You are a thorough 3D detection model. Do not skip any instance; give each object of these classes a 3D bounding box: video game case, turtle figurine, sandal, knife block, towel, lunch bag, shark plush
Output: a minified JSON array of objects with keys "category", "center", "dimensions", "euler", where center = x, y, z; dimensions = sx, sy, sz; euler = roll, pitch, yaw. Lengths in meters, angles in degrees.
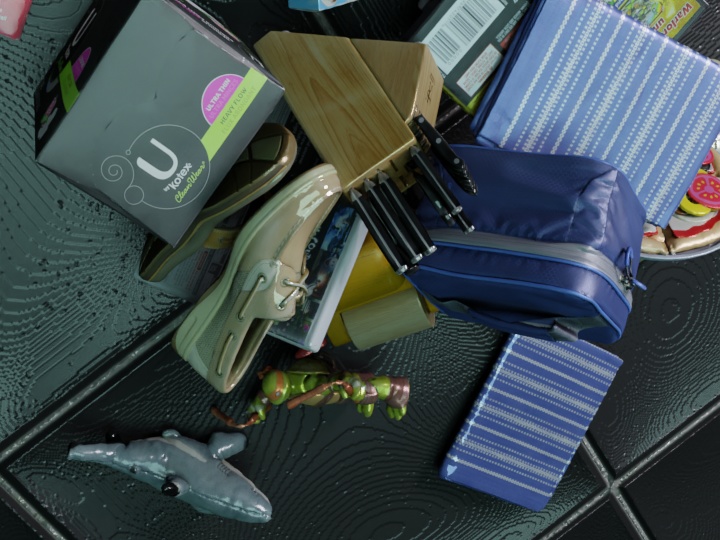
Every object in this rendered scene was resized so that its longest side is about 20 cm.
[{"category":"video game case","center":[0.159,-0.202,0.877],"dimensions":[0.180,0.026,0.200],"euler":[38,102,-20]},{"category":"turtle figurine","center":[-0.043,0.113,1.021],"dimensions":[0.159,0.198,0.066],"euler":[10,69,-40]},{"category":"sandal","center":[-0.105,-0.045,0.825],"dimensions":[0.054,0.081,0.199],"euler":[32,133,-24]},{"category":"knife block","center":[-0.003,-0.086,0.824],"dimensions":[0.196,0.064,0.179],"euler":[9,76,20]},{"category":"towel","center":[0.204,-0.135,0.884],"dimensions":[0.197,0.024,0.147],"euler":[23,105,-15]},{"category":"lunch bag","center":[0.140,-0.011,0.877],"dimensions":[0.136,0.197,0.135],"euler":[36,68,-54]},{"category":"shark plush","center":[-0.176,0.187,1.018],"dimensions":[0.199,0.083,0.091],"euler":[34,99,-26]},{"category":"video game case","center":[-0.076,-0.056,0.886],"dimensions":[0.203,0.179,0.023],"euler":[-67,157,-9]},{"category":"towel","center":[0.182,0.157,1.153],"dimensions":[0.143,0.024,0.203],"euler":[22,101,-23]}]

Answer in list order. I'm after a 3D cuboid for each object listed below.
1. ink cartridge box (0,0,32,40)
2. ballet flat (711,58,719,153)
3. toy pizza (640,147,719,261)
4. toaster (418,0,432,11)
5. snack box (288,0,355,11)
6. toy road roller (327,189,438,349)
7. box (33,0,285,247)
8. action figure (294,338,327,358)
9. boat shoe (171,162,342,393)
[{"category":"ink cartridge box","center":[-0.291,-0.297,0.787],"dimensions":[0.142,0.084,0.203],"euler":[17,106,-23]},{"category":"ballet flat","center":[0.344,-0.108,1.078],"dimensions":[0.068,0.070,0.204],"euler":[4,110,-19]},{"category":"toy pizza","center":[0.262,-0.088,0.988],"dimensions":[0.196,0.202,0.032],"euler":[-10,137,-13]},{"category":"toaster","center":[0.140,-0.279,0.917],"dimensions":[0.129,0.114,0.200],"euler":[40,99,-25]},{"category":"snack box","center":[-0.018,-0.321,0.857],"dimensions":[0.116,0.037,0.204],"euler":[-31,126,-48]},{"category":"toy road roller","center":[0.000,0.000,0.953],"dimensions":[0.121,0.147,0.202],"euler":[-18,120,13]},{"category":"box","center":[-0.164,-0.138,0.826],"dimensions":[0.123,0.200,0.150],"euler":[33,99,-26]},{"category":"action figure","center":[-0.095,-0.013,0.973],"dimensions":[0.051,0.066,0.202],"euler":[-23,113,7]},{"category":"boat shoe","center":[-0.068,0.008,0.803],"dimensions":[0.065,0.072,0.201],"euler":[44,113,13]}]
